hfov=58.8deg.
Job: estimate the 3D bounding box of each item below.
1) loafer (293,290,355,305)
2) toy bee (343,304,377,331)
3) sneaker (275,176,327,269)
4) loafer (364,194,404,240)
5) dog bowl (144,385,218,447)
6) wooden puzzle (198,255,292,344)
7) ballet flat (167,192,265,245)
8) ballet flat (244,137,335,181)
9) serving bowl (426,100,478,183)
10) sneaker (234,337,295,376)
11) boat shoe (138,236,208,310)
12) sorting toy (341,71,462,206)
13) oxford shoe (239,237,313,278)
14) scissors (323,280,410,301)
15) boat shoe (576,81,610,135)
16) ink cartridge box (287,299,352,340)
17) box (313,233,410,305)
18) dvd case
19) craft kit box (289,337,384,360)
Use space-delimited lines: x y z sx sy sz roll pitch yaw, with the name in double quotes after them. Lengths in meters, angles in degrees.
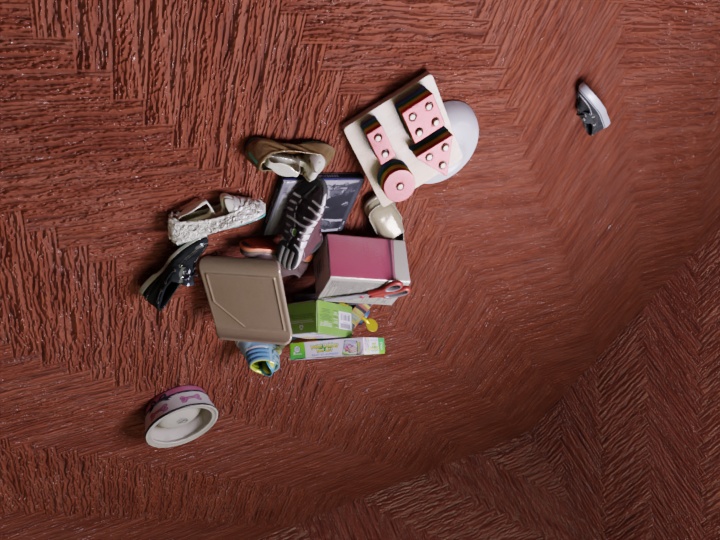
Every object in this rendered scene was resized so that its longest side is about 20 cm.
-0.073 0.052 1.598 0.193 0.075 0.073 -4 180 -16 "loafer"
-0.016 0.132 1.689 0.127 0.109 0.205 18 122 6 "toy bee"
-0.104 -0.105 1.314 0.115 0.075 0.204 -28 148 -62 "sneaker"
0.066 -0.108 1.480 0.074 0.069 0.200 -32 148 4 "loafer"
-0.481 0.384 1.697 0.195 0.075 0.203 -22 147 -15 "dog bowl"
-0.240 0.062 1.360 0.178 0.038 0.206 3 122 12 "wooden puzzle"
-0.272 -0.107 1.205 0.195 0.073 0.073 -21 148 -15 "ballet flat"
-0.120 -0.202 1.189 0.196 0.073 0.068 0 137 -41 "ballet flat"
0.175 -0.259 1.368 0.195 0.067 0.203 -22 148 -14 "serving bowl"
-0.210 0.200 1.615 0.195 0.132 0.081 -11 143 -29 "sneaker"
-0.357 0.009 1.264 0.198 0.067 0.074 -39 175 17 "boat shoe"
0.094 -0.240 1.250 0.196 0.070 0.201 -30 127 2 "sorting toy"
-0.183 -0.021 1.371 0.197 0.071 0.074 11 106 -47 "oxford shoe"
0.016 0.059 1.447 0.194 0.014 0.073 -16 154 15 "scissors"
0.545 -0.376 1.516 0.056 0.070 0.198 -40 150 18 "boat shoe"
-0.135 0.126 1.537 0.195 0.079 0.146 -10 165 33 "ink cartridge box"
0.000 0.000 1.469 0.193 0.112 0.128 4 153 -20 "box"
-0.099 -0.139 1.341 0.195 0.025 0.152 -6 140 -34 "dvd case"
-0.053 0.197 1.606 0.191 0.050 0.199 -4 173 16 "craft kit box"
